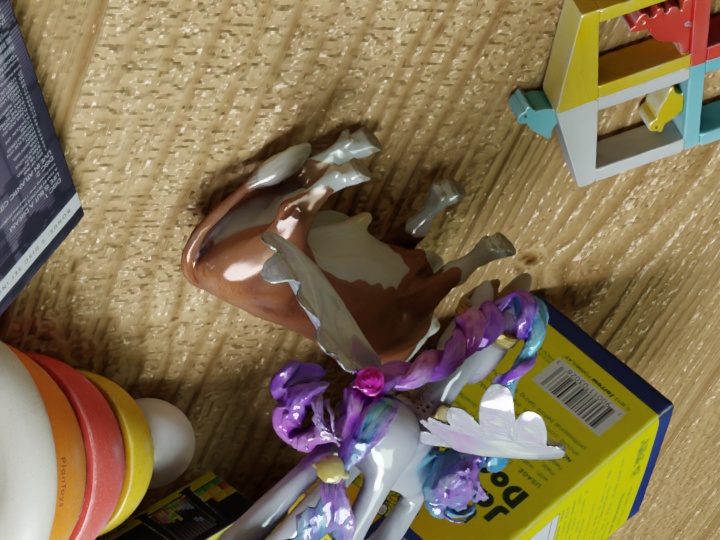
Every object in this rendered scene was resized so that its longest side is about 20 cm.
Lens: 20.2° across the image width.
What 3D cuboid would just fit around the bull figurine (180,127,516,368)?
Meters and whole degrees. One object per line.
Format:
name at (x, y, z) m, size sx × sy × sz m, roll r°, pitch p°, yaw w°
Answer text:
bull figurine at (0.000, 0.000, 1.028) m, size 0.121 × 0.065 × 0.199 m, roll -45°, pitch 142°, yaw 19°

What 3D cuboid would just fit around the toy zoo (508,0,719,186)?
toy zoo at (0.170, -0.111, 1.024) m, size 0.199 × 0.021 × 0.132 m, roll -19°, pitch 144°, yaw -9°

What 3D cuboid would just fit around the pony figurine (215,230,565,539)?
pony figurine at (0.009, 0.075, 0.954) m, size 0.200 × 0.166 × 0.193 m, roll -53°, pitch 166°, yaw 3°

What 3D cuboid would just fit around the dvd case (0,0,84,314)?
dvd case at (-0.184, -0.028, 0.843) m, size 0.149 × 0.016 × 0.200 m, roll -53°, pitch 157°, yaw -24°

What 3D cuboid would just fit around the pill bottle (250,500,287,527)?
pill bottle at (-0.059, 0.192, 1.192) m, size 0.199 × 0.111 × 0.111 m, roll 0°, pitch 137°, yaw -31°

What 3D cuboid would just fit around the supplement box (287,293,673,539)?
supplement box at (0.064, 0.126, 1.126) m, size 0.200 × 0.109 × 0.109 m, roll -35°, pitch 152°, yaw -31°

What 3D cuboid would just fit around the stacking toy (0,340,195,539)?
stacking toy at (-0.154, 0.098, 1.029) m, size 0.146 × 0.147 × 0.200 m, roll -44°, pitch 156°, yaw 25°

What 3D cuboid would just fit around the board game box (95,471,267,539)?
board game box at (-0.126, 0.226, 1.054) m, size 0.199 × 0.057 × 0.166 m, roll -29°, pitch 121°, yaw -23°
